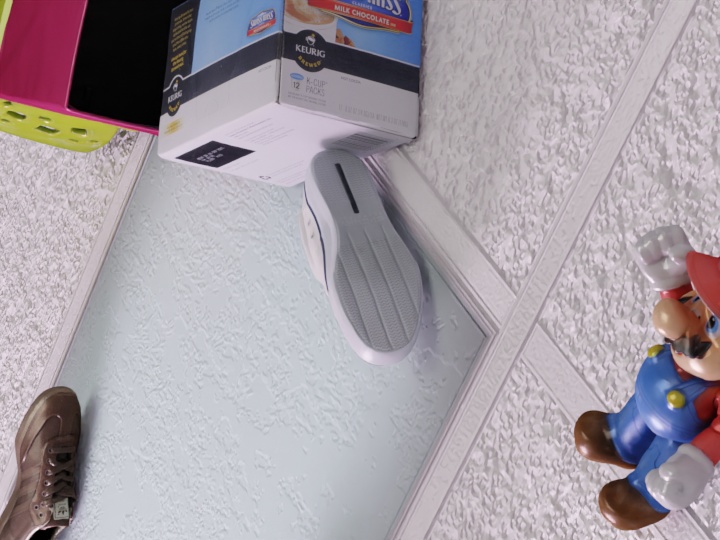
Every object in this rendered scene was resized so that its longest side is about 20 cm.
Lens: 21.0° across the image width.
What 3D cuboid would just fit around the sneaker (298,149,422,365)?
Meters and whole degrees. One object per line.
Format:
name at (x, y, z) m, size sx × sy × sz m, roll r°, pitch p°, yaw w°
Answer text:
sneaker at (0.000, 0.000, 1.480) m, size 0.071 × 0.072 × 0.201 m, roll 102°, pitch 160°, yaw -48°

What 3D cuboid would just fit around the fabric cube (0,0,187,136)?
fabric cube at (-0.191, -0.224, 1.731) m, size 0.199 × 0.195 × 0.202 m, roll 16°, pitch 95°, yaw 61°

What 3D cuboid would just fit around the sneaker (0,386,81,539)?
sneaker at (-0.303, 0.215, 1.921) m, size 0.075 × 0.070 × 0.201 m, roll 31°, pitch 111°, yaw 38°

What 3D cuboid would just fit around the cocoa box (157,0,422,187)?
cocoa box at (-0.057, -0.159, 1.546) m, size 0.200 × 0.133 × 0.132 m, roll -16°, pitch 66°, yaw 56°

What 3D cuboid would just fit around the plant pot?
plant pot at (-0.296, -0.235, 1.895) m, size 0.181 × 0.199 × 0.201 m, roll 2°, pitch 78°, yaw 58°

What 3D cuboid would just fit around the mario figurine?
mario figurine at (0.175, 0.056, 1.114) m, size 0.123 × 0.106 × 0.201 m, roll 41°, pitch 130°, yaw 17°
